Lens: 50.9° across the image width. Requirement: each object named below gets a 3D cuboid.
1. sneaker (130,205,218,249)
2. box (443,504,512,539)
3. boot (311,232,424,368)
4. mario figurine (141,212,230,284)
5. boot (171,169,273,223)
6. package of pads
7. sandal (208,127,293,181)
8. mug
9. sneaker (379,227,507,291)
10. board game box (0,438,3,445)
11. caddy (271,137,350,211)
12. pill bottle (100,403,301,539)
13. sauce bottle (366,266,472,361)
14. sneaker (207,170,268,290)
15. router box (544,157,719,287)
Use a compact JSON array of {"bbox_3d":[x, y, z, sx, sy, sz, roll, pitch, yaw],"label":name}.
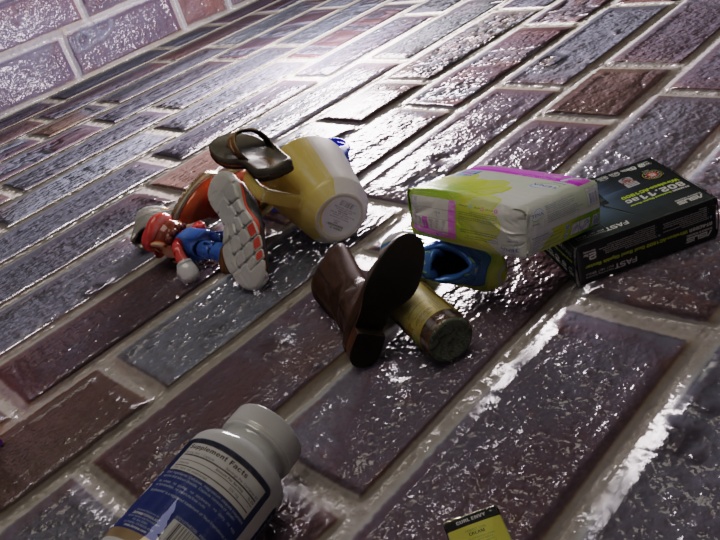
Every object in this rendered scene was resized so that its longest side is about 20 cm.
[{"bbox_3d":[-0.327,-0.083,1.374,0.199,0.076,0.092,-17,37,17],"label":"sneaker"},{"bbox_3d":[0.116,0.272,0.546,0.050,0.075,0.200,-20,31,0],"label":"box"},{"bbox_3d":[0.000,0.000,0.974,0.064,0.187,0.200,18,19,-24],"label":"boot"},{"bbox_3d":[-0.281,-0.035,1.279,0.199,0.106,0.123,12,4,25],"label":"mario figurine"},{"bbox_3d":[-0.221,-0.114,1.259,0.107,0.075,0.200,42,41,10],"label":"boot"},{"bbox_3d":[0.173,-0.079,0.948,0.154,0.068,0.200,-22,25,-36],"label":"package of pads"},{"bbox_3d":[-0.175,-0.190,1.179,0.082,0.055,0.200,-31,36,-20],"label":"sandal"},{"bbox_3d":[-0.078,-0.113,1.221,0.186,0.150,0.153,-23,39,-13],"label":"mug"},{"bbox_3d":[0.090,-0.022,1.000,0.200,0.076,0.105,10,-1,37],"label":"sneaker"},{"bbox_3d":[-0.622,0.188,0.940,0.199,0.200,0.200,8,38,36],"label":"board game box"},{"bbox_3d":[-0.108,-0.186,1.380,0.199,0.105,0.142,-4,34,22],"label":"caddy"},{"bbox_3d":[-0.144,0.224,0.721,0.111,0.111,0.200,5,37,34],"label":"pill bottle"},{"bbox_3d":[0.067,0.044,0.956,0.065,0.065,0.200,-25,30,-12],"label":"sauce bottle"},{"bbox_3d":[-0.172,-0.064,1.189,0.077,0.201,0.082,-25,-17,26],"label":"sneaker"},{"bbox_3d":[0.338,-0.069,0.999,0.199,0.062,0.150,-20,31,-4],"label":"router box"}]
